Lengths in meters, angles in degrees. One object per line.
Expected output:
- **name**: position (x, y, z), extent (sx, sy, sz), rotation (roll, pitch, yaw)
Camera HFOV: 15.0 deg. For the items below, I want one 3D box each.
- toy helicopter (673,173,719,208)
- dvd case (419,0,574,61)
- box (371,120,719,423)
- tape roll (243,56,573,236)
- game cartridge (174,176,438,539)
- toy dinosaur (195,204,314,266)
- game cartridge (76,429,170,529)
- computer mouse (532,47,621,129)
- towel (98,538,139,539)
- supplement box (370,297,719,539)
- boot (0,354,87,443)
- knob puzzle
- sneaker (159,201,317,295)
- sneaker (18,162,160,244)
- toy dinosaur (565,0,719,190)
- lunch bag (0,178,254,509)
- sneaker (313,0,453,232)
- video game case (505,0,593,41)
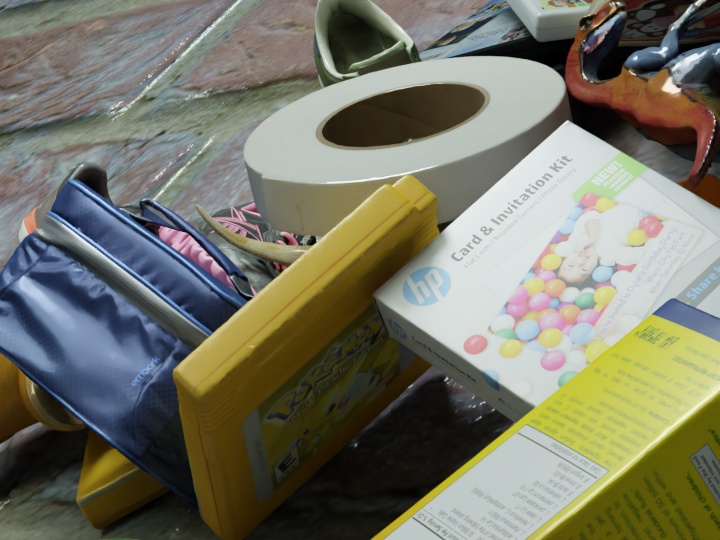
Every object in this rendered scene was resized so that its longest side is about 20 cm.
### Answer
- **toy helicopter**: position (0.137, -0.036, 1.600), extent (0.132, 0.079, 0.200), rotation (-19, 28, -3)
- **dvd case**: position (0.124, -0.176, 1.893), extent (0.142, 0.018, 0.200), rotation (-12, 16, 33)
- **box**: position (0.129, 0.020, 1.434), extent (0.156, 0.041, 0.200), rotation (-41, 49, -18)
- **tape roll**: position (0.028, -0.076, 1.639), extent (0.202, 0.037, 0.203), rotation (-11, 22, 4)
- **game cartridge**: position (-0.024, 0.051, 1.526), extent (0.176, 0.032, 0.200), rotation (-42, -20, -17)
- **toy dinosaur**: position (0.000, 0.000, 1.702), extent (0.199, 0.058, 0.101), rotation (-4, 48, -4)
- **game cartridge**: position (-0.087, 0.073, 1.770), extent (0.199, 0.033, 0.177), rotation (-27, 22, 13)
- **computer mouse**: position (0.121, -0.113, 1.836), extent (0.138, 0.053, 0.200), rotation (-21, 16, 16)
- **towel**: position (-0.213, 0.220, 1.651), extent (0.199, 0.023, 0.153), rotation (-13, 29, 46)
- **supplement box**: position (0.118, 0.122, 1.256), extent (0.200, 0.110, 0.109), rotation (-38, 21, -10)
- **boot**: position (-0.227, 0.091, 1.825), extent (0.144, 0.071, 0.201), rotation (-39, 13, 19)
- **knob puzzle**: position (0.228, -0.162, 1.675), extent (0.218, 0.031, 0.220), rotation (-9, -11, -2)
- **sneaker**: position (-0.068, -0.004, 1.784), extent (0.095, 0.079, 0.200), rotation (-22, 22, -12)
- **sneaker**: position (-0.162, -0.002, 1.790), extent (0.082, 0.077, 0.200), rotation (-57, 46, 20)
- **toy dinosaur**: position (0.172, -0.111, 1.565), extent (0.181, 0.106, 0.200), rotation (7, 11, 38)
- **lunch bag**: position (-0.129, 0.035, 1.647), extent (0.200, 0.136, 0.133), rotation (36, 85, 28)
- **sneaker**: position (0.019, -0.103, 1.772), extent (0.067, 0.090, 0.201), rotation (-24, 55, -10)
- **video game case**: position (0.180, -0.203, 1.841), extent (0.181, 0.022, 0.200), rotation (-7, 25, -10)
